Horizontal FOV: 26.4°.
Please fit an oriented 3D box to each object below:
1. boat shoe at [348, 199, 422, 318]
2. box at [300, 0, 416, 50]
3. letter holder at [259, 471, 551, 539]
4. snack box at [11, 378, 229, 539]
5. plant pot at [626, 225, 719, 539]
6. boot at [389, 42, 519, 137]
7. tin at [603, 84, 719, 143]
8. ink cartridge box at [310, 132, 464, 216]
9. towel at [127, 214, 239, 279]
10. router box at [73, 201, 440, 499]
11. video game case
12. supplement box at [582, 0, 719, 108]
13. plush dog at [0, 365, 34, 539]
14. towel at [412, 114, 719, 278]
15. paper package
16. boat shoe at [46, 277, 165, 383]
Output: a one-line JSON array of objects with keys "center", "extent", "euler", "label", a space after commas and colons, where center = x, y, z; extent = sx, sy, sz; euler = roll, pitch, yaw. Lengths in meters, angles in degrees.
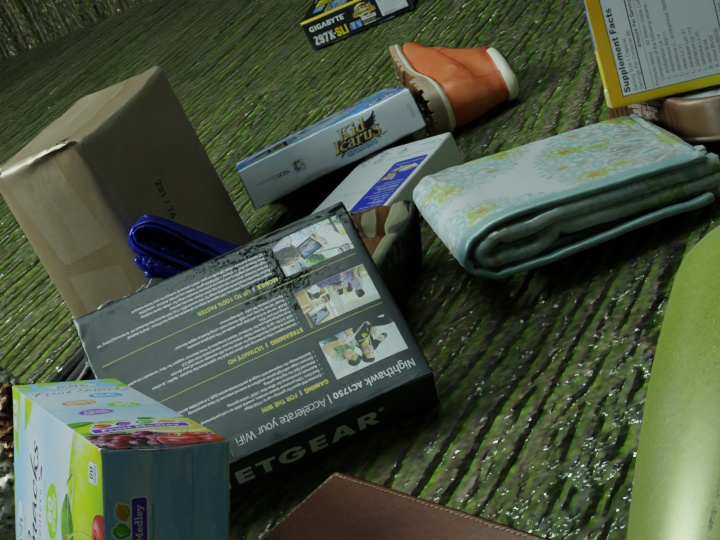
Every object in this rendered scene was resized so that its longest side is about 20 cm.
[{"center": [0.000, 0.000, 1.158], "extent": [0.074, 0.076, 0.200], "euler": [0, 16, 10], "label": "boat shoe"}, {"center": [0.006, -0.394, 2.222], "extent": [0.160, 0.049, 0.200], "euler": [-22, 20, 17], "label": "box"}, {"center": [0.014, 0.182, 0.653], "extent": [0.142, 0.101, 0.200], "euler": [-38, 22, -25], "label": "letter holder"}, {"center": [-0.126, 0.152, 0.778], "extent": [0.068, 0.169, 0.200], "euler": [-2, 4, -23], "label": "snack box"}, {"center": [0.171, 0.108, 0.560], "extent": [0.187, 0.187, 0.200], "euler": [-7, 41, 44], "label": "plant pot"}, {"center": [0.095, -0.199, 1.583], "extent": [0.107, 0.075, 0.200], "euler": [-25, 27, -5], "label": "boot"}, {"center": [0.273, -0.143, 1.231], "extent": [0.112, 0.042, 0.200], "euler": [-18, 17, -17], "label": "tin"}, {"center": [0.009, -0.055, 1.360], "extent": [0.099, 0.039, 0.200], "euler": [-11, 23, 36], "label": "ink cartridge box"}, {"center": [-0.115, 0.001, 1.212], "extent": [0.200, 0.148, 0.050], "euler": [-156, 88, -82], "label": "towel"}, {"center": [-0.070, 0.060, 1.005], "extent": [0.200, 0.051, 0.149], "euler": [-24, 59, -6], "label": "router box"}, {"center": [-0.035, -0.125, 1.528], "extent": [0.181, 0.045, 0.200], "euler": [-28, 8, -2], "label": "video game case"}, {"center": [0.279, -0.212, 1.191], "extent": [0.200, 0.109, 0.110], "euler": [-12, 18, 16], "label": "supplement box"}, {"center": [-0.261, 0.134, 1.057], "extent": [0.160, 0.200, 0.172], "euler": [0, 29, -38], "label": "plush dog"}, {"center": [0.150, -0.058, 1.134], "extent": [0.200, 0.048, 0.171], "euler": [-17, 17, -5], "label": "towel"}, {"center": [-0.208, -0.056, 1.391], "extent": [0.103, 0.200, 0.191], "euler": [-17, 22, 27], "label": "paper package"}, {"center": [-0.198, 0.066, 1.140], "extent": [0.200, 0.057, 0.067], "euler": [-54, 7, 42], "label": "boat shoe"}]
